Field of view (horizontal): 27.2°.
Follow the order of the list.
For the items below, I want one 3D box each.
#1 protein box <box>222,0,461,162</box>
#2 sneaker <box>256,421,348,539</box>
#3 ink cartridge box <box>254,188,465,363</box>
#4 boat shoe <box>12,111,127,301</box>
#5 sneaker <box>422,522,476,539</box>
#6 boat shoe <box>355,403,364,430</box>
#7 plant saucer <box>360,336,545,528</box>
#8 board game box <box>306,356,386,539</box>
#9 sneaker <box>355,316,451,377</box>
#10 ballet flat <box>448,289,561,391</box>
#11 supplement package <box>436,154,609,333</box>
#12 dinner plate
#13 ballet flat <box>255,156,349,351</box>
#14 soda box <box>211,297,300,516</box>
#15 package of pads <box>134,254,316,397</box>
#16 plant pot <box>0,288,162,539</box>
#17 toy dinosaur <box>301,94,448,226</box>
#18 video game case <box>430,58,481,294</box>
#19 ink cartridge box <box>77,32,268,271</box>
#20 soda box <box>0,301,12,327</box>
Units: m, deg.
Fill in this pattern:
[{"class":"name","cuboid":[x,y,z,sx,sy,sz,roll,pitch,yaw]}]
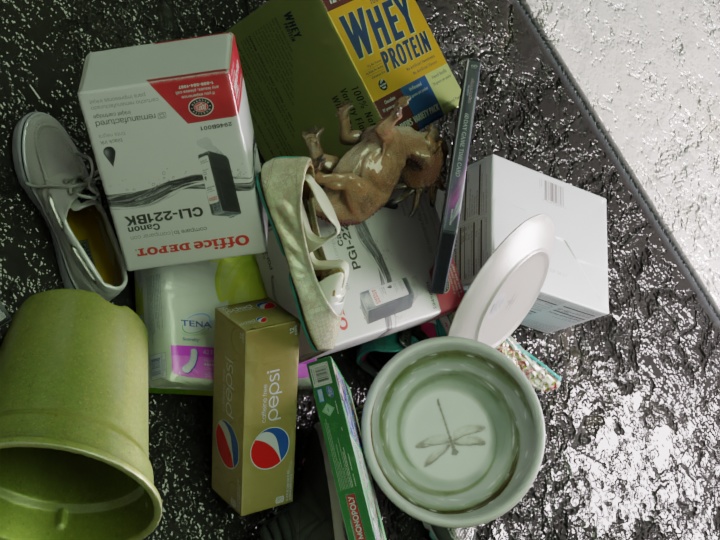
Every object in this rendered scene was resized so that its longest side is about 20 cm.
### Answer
[{"class":"protein box","cuboid":[-0.029,-0.218,1.642,0.134,0.199,0.200,-32,96,-42]},{"class":"sneaker","cuboid":[-0.063,0.240,1.541,0.201,0.098,0.071,-100,172,-50]},{"class":"ink cartridge box","cuboid":[0.000,0.000,1.570,0.198,0.084,0.147,-16,85,-37]},{"class":"boat shoe","cuboid":[-0.277,-0.068,1.457,0.074,0.086,0.204,-15,85,-42]},{"class":"sneaker","cuboid":[0.118,0.219,1.686,0.077,0.091,0.203,14,66,-35]},{"class":"boat shoe","cuboid":[0.077,0.203,1.626,0.199,0.061,0.072,26,90,1]},{"class":"plant saucer","cuboid":[0.095,0.173,1.578,0.197,0.050,0.203,2,75,-8]},{"class":"board game box","cuboid":[-0.009,0.202,1.513,0.029,0.135,0.202,-15,70,2]},{"class":"sneaker","cuboid":[0.028,0.051,1.680,0.201,0.083,0.121,58,39,-10]},{"class":"ballet flat","cuboid":[0.162,0.098,1.787,0.200,0.076,0.064,41,88,-29]},{"class":"supplement package","cuboid":[0.197,-0.029,1.827,0.198,0.110,0.158,17,65,-35]},{"class":"dinner plate","cuboid":[0.162,0.029,1.649,0.024,0.202,0.199,34,43,24]},{"class":"ballet flat","cuboid":[-0.043,-0.013,1.421,0.068,0.062,0.202,-66,140,-65]},{"class":"soda box","cuboid":[-0.105,0.134,1.475,0.063,0.068,0.203,-11,115,-32]},{"class":"package of pads","cuboid":[-0.138,0.050,1.545,0.198,0.068,0.157,6,71,-39]},{"class":"plant pot","cuboid":[-0.267,0.127,1.346,0.199,0.200,0.186,28,48,-30]},{"class":"toy dinosaur","cuboid":[0.012,-0.092,1.485,0.199,0.086,0.136,-38,123,-10]},{"class":"video game case","cuboid":[0.099,-0.096,1.542,0.019,0.143,0.202,10,65,2]},{"class":"ink cartridge box","cuboid":[-0.173,-0.109,1.412,0.084,0.142,0.202,-93,174,-54]},{"class":"soda box","cuboid":[-0.404,-0.017,1.342,0.063,0.070,0.202,-37,100,-42]}]
